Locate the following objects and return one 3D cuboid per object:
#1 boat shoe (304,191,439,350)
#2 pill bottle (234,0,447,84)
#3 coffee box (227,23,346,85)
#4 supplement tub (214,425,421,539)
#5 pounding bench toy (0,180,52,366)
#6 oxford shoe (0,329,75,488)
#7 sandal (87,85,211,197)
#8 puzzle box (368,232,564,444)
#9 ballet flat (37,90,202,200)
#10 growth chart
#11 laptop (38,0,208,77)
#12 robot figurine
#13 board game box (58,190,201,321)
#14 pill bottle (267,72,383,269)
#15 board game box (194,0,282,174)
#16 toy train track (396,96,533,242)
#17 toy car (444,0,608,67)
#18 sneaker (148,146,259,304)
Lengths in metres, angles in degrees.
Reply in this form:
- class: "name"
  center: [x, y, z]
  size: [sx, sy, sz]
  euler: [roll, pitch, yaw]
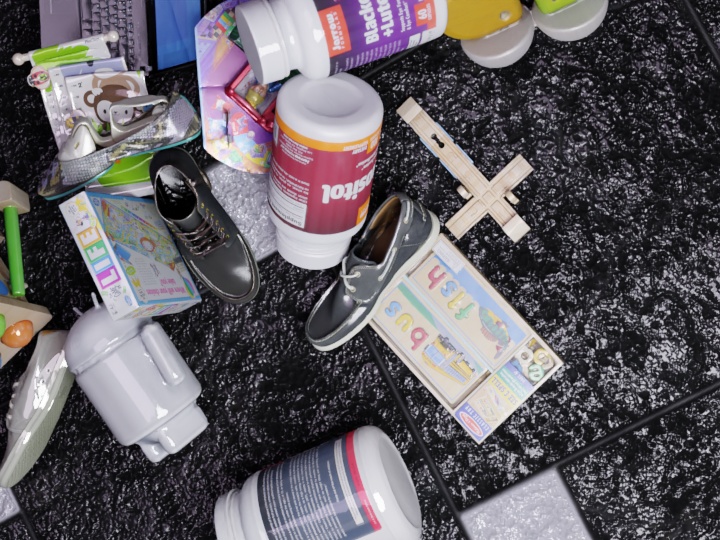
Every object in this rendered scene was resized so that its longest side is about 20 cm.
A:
- class: "boat shoe"
  center: [0.000, 0.000, 1.374]
  size: [0.200, 0.067, 0.072]
  euler: [-50, 50, 7]
- class: "pill bottle"
  center: [-0.021, -0.260, 1.258]
  size: [0.198, 0.111, 0.112]
  euler: [-22, 86, -10]
- class: "coffee box"
  center: [-0.034, -0.288, 1.333]
  size: [0.123, 0.044, 0.201]
  euler: [38, 90, -26]
- class: "supplement tub"
  center: [-0.045, 0.268, 1.359]
  size: [0.199, 0.140, 0.141]
  euler: [-24, 86, 11]
- class: "pounding bench toy"
  center: [-0.433, 0.015, 1.428]
  size: [0.200, 0.124, 0.156]
  euler: [-42, 69, 9]
- class: "oxford shoe"
  center: [-0.387, 0.159, 1.464]
  size: [0.057, 0.075, 0.202]
  euler: [22, 88, 4]
- class: "sandal"
  center: [-0.252, -0.146, 1.446]
  size: [0.199, 0.055, 0.082]
  euler: [38, 104, -6]
- class: "puzzle box"
  center: [0.112, 0.075, 1.382]
  size: [0.133, 0.025, 0.200]
  euler: [-45, 82, 10]
- class: "ballet flat"
  center: [-0.275, -0.147, 1.364]
  size: [0.199, 0.072, 0.073]
  euler: [-23, 86, 3]
- class: "growth chart"
  center: [-0.292, -0.171, 1.405]
  size: [0.143, 0.018, 0.202]
  euler: [-17, 103, 8]
- class: "laptop"
  center: [-0.274, -0.316, 1.415]
  size: [0.198, 0.103, 0.179]
  euler: [-2, 90, -5]
- class: "robot figurine"
  center: [-0.259, 0.117, 1.408]
  size: [0.169, 0.113, 0.201]
  euler: [-30, 96, 43]
- class: "board game box"
  center: [-0.249, -0.016, 1.367]
  size: [0.034, 0.200, 0.135]
  euler: [-27, 85, 10]
- class: "pill bottle"
  center: [-0.042, -0.103, 1.329]
  size: [0.112, 0.113, 0.201]
  euler: [20, 134, 11]
- class: "board game box"
  center: [-0.099, -0.206, 1.374]
  size: [0.156, 0.039, 0.202]
  euler: [-5, 101, -13]
- class: "toy train track"
  center: [0.113, -0.113, 1.375]
  size: [0.115, 0.033, 0.200]
  euler: [-43, 82, 9]
- class: "toy car"
  center: [0.163, -0.328, 1.315]
  size: [0.198, 0.175, 0.151]
  euler: [-19, 51, 12]
- class: "sneaker"
  center: [-0.178, -0.037, 1.377]
  size: [0.074, 0.106, 0.201]
  euler: [-30, 106, 3]
